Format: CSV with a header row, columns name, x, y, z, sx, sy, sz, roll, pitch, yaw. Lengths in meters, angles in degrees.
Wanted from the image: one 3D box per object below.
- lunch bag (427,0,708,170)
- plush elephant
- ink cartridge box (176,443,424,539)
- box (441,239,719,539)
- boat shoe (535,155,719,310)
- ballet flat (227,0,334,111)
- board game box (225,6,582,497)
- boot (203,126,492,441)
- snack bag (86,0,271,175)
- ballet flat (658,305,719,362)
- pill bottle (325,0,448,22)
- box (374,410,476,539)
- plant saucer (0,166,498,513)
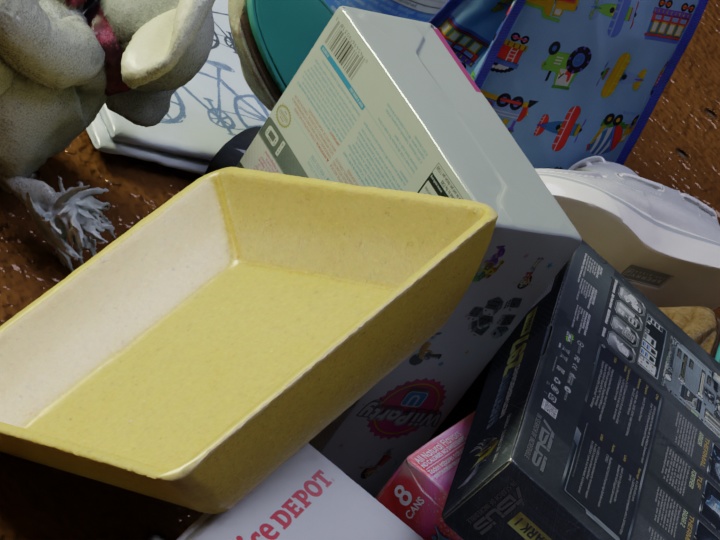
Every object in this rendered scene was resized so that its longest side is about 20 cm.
name,x,y,z,sx,sy,sz,roll,pitch,yaw
lunch bag,0.117,-0.132,1.556,0.150,0.200,0.094,7,40,-41
plush elephant,-0.142,-0.123,1.303,0.155,0.165,0.200,-40,93,-20
ink cartridge box,0.001,0.181,1.101,0.200,0.088,0.145,41,29,5
box,0.124,0.094,1.182,0.158,0.051,0.200,41,31,-11
boat shoe,0.149,-0.032,1.566,0.199,0.072,0.069,13,48,-35
ballet flat,-0.020,-0.086,1.431,0.200,0.062,0.068,48,58,-30
board game box,-0.005,0.003,1.234,0.064,0.200,0.148,7,41,-42
boot,0.000,0.000,1.344,0.200,0.066,0.165,48,0,15
snack bag,-0.100,-0.120,1.495,0.188,0.021,0.200,10,39,-39
ballet flat,0.164,0.075,1.459,0.072,0.068,0.200,13,31,1
pill bottle,0.033,-0.217,1.591,0.112,0.200,0.112,26,30,-17
box,0.074,0.121,1.249,0.095,0.103,0.200,43,31,12
plant saucer,-0.063,0.034,1.142,0.200,0.049,0.199,-39,31,-30
